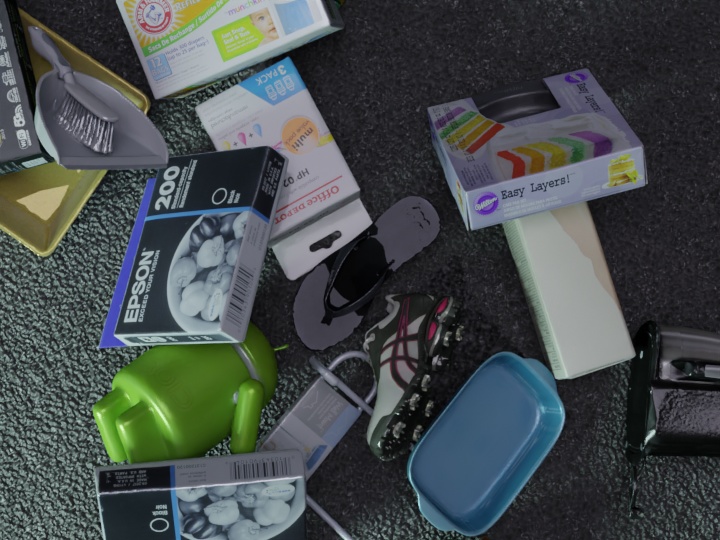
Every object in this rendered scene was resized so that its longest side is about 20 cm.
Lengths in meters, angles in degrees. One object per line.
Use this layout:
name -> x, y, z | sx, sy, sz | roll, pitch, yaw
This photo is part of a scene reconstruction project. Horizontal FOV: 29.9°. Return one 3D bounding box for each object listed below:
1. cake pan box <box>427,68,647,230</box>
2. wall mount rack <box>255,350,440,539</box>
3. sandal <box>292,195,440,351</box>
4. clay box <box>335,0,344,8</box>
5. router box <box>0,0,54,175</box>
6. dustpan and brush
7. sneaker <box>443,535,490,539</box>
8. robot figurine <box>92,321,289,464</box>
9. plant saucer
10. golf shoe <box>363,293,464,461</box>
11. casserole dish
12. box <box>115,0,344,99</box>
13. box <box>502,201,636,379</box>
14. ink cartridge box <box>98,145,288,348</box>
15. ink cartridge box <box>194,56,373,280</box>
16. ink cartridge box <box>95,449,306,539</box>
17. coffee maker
cake pan box -> 0.173, -0.128, 1.365 | 0.182, 0.201, 0.053 | -12, 123, -1
wall mount rack -> -0.024, 0.191, 1.386 | 0.174, 0.075, 0.200 | 42, 87, -21
sandal -> 0.000, -0.001, 1.403 | 0.076, 0.043, 0.200 | 42, 96, -1
clay box -> -0.036, -0.378, 1.444 | 0.114, 0.048, 0.201 | 28, 85, 3
router box -> -0.410, -0.189, 1.371 | 0.148, 0.062, 0.202 | -15, 85, 0
dustpan and brush -> -0.289, -0.178, 1.361 | 0.200, 0.139, 0.058 | 42, 120, 32
sneaker -> 0.100, 0.371, 1.380 | 0.089, 0.067, 0.203 | -6, 96, 22
robot figurine -> -0.166, 0.119, 1.348 | 0.199, 0.175, 0.117 | -35, 123, -32
plant saucer -> -0.350, -0.147, 1.423 | 0.199, 0.048, 0.201 | 34, 86, 2
golf shoe -> 0.038, 0.105, 1.368 | 0.087, 0.078, 0.201 | 14, 49, 17
casserole dish -> 0.124, 0.175, 1.381 | 0.121, 0.039, 0.200 | 44, 74, -15
box -> -0.132, -0.263, 1.382 | 0.198, 0.101, 0.114 | -22, 95, 10
box -> 0.209, 0.006, 1.391 | 0.077, 0.095, 0.202 | -17, 87, -4
ink cartridge box -> -0.177, -0.022, 1.337 | 0.198, 0.043, 0.200 | -5, 63, 36
ink cartridge box -> -0.075, -0.104, 1.411 | 0.114, 0.068, 0.201 | -29, 86, -2
ink cartridge box -> -0.150, 0.265, 1.320 | 0.196, 0.044, 0.202 | -5, 129, -6
coffee maker -> 0.377, 0.153, 1.375 | 0.197, 0.135, 0.194 | 6, 108, 1
